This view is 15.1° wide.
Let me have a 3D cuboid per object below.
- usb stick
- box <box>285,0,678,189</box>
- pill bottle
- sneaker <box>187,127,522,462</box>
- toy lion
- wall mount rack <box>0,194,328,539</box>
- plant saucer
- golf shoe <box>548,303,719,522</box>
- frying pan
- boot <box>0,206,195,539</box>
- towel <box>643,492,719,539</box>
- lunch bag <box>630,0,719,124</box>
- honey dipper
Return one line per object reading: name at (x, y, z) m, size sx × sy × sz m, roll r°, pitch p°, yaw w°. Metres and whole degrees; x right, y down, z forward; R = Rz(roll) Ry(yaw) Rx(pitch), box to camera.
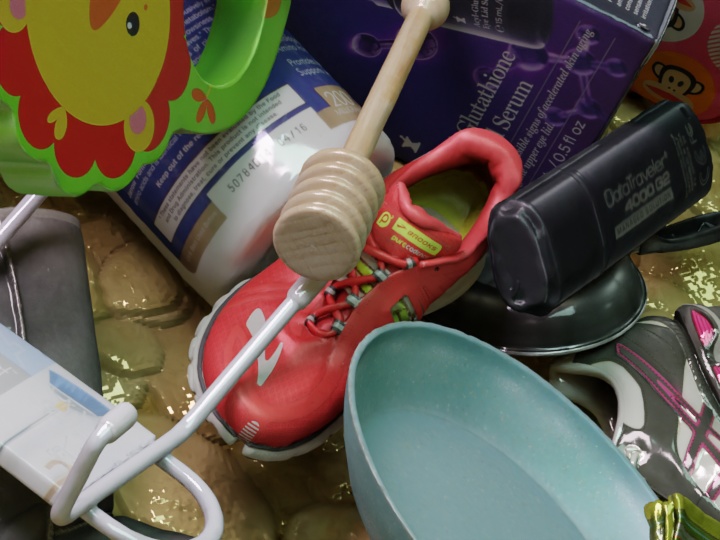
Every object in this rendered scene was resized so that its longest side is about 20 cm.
usb stick at (0.112, -0.031, 1.239) m, size 0.200 × 0.033 × 0.056 m, roll -32°, pitch 109°, yaw -56°
box at (0.041, -0.137, 1.308) m, size 0.200 × 0.148 × 0.104 m, roll 25°, pitch 48°, yaw -1°
pill bottle at (-0.087, -0.086, 1.235) m, size 0.111 × 0.111 × 0.200 m, roll -30°, pitch 69°, yaw -38°
sneaker at (0.000, 0.000, 1.161) m, size 0.077 × 0.085 × 0.200 m, roll 41°, pitch 52°, yaw 3°
toy lion at (-0.095, -0.114, 1.088) m, size 0.069 × 0.200 × 0.192 m, roll 4°, pitch 72°, yaw 30°
wall mount rack at (-0.112, 0.019, 1.077) m, size 0.200 × 0.075 × 0.174 m, roll 36°, pitch 30°, yaw 11°
plant saucer at (0.062, 0.108, 1.110) m, size 0.200 × 0.036 × 0.200 m, roll 35°, pitch 26°, yaw -20°
golf shoe at (0.154, 0.105, 1.217) m, size 0.088 × 0.077 × 0.200 m, roll -9°, pitch 48°, yaw -20°
frying pan at (0.114, -0.001, 1.273) m, size 0.190 × 0.031 × 0.115 m, roll -5°, pitch 33°, yaw -9°
boot at (-0.113, 0.069, 1.127) m, size 0.182 × 0.073 × 0.200 m, roll 3°, pitch 51°, yaw -22°
towel at (0.157, 0.191, 1.084) m, size 0.086 × 0.018 × 0.200 m, roll 30°, pitch 43°, yaw -46°
lunch bag at (0.145, -0.185, 1.370) m, size 0.200 × 0.176 × 0.082 m, roll 32°, pitch 48°, yaw 5°
honey dipper at (0.006, -0.067, 1.168) m, size 0.038 × 0.038 × 0.200 m, roll 25°, pitch 38°, yaw -2°
